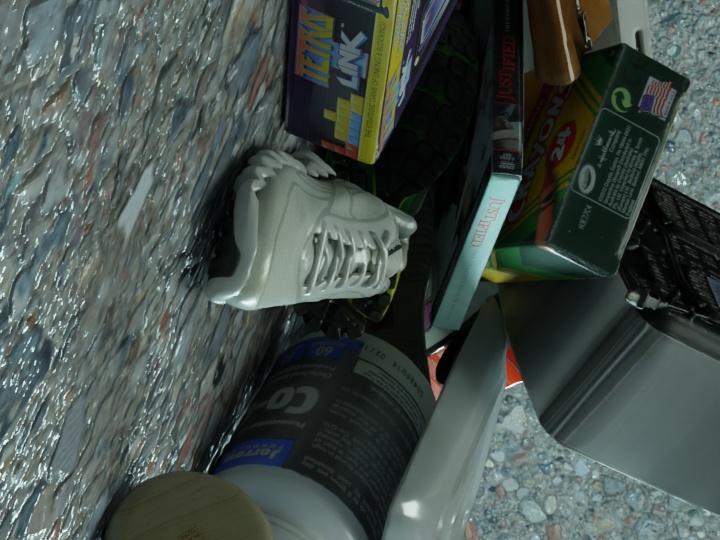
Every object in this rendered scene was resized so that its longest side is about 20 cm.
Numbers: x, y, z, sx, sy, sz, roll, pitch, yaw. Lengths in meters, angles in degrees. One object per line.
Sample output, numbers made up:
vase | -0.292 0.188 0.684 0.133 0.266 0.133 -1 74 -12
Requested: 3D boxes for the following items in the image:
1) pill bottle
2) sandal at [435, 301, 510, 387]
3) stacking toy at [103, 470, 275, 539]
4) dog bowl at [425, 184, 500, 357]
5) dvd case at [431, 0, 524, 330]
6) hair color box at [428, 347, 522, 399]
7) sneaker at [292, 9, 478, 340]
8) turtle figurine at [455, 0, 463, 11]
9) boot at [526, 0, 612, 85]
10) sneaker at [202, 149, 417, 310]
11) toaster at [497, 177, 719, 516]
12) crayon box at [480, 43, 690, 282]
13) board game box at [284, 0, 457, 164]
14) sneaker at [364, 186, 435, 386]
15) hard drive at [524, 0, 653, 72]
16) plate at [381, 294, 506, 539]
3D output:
pill bottle | -0.034 0.135 1.148 0.200 0.113 0.114 -60 168 -51
sandal | 0.122 0.020 1.323 0.082 0.055 0.200 -36 -167 52
stacking toy | -0.102 0.190 0.997 0.201 0.085 0.086 110 6 -48
dog bowl | 0.075 -0.033 1.365 0.200 0.074 0.200 -46 -173 8
dvd case | 0.068 -0.088 1.143 0.146 0.022 0.201 109 -14 -52
hair color box | 0.067 0.056 1.453 0.200 0.061 0.102 -29 -161 52
sneaker | 0.009 -0.065 1.136 0.085 0.077 0.201 -80 -167 -72
turtle figurine | 0.090 -0.187 1.344 0.200 0.064 0.163 -68 178 -75
boot | 0.123 -0.233 1.110 0.189 0.068 0.201 -62 139 -52
sneaker | -0.022 -0.017 0.977 0.200 0.080 0.076 -36 147 -73
toaster | 0.187 0.035 1.197 0.119 0.199 0.182 -52 -152 26
crayon box | 0.111 -0.058 1.177 0.128 0.050 0.200 -68 -163 -10
board game box | 0.021 -0.177 0.950 0.201 0.056 0.166 98 17 -58
sneaker | 0.000 0.000 1.258 0.106 0.074 0.202 -127 -146 -63
hard drive | 0.145 -0.161 1.383 0.200 0.026 0.133 -161 -119 -67
plate | 0.046 0.147 1.190 0.200 0.032 0.201 -60 165 -48
